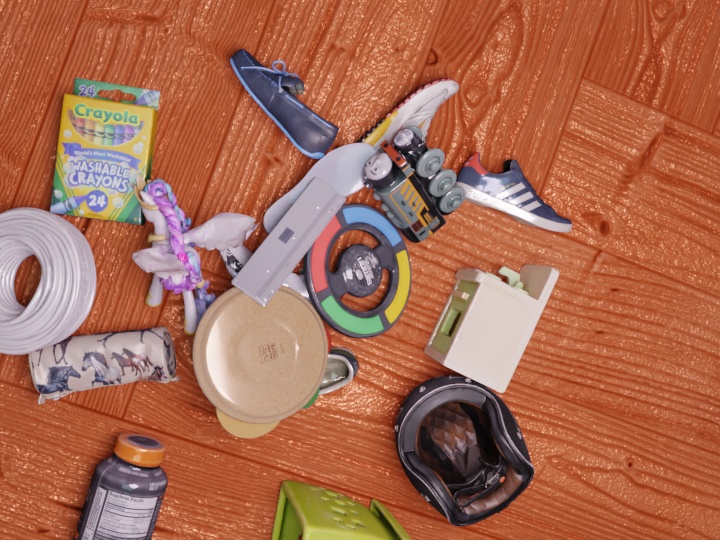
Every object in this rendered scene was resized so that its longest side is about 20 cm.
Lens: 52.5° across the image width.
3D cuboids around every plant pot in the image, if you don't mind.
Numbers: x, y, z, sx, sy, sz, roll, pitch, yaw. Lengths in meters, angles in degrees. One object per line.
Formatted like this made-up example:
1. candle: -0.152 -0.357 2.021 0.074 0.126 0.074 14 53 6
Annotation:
1. plant pot: -0.029 0.436 1.059 0.181 0.200 0.200 10 90 -15

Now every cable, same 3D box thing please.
1. cable: -0.459 0.015 0.997 0.199 0.069 0.201 -29 77 8

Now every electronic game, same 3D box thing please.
1. electronic game: 0.000 0.000 1.080 0.199 0.042 0.201 6 80 -39

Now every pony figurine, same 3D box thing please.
1. pony figurine: -0.245 -0.018 0.995 0.166 0.193 0.201 -29 132 -36

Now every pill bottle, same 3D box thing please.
1. pill bottle: -0.341 0.339 1.047 0.106 0.106 0.201 17 89 -9

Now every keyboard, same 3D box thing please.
1. keyboard: -0.096 -0.043 1.010 0.056 0.011 0.200 33 68 5

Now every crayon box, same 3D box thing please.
1. crayon box: -0.364 -0.172 1.048 0.125 0.052 0.201 7 91 -9

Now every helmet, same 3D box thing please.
1. helmet: 0.144 0.254 1.077 0.200 0.200 0.191 -29 52 -7

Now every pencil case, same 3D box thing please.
1. pencil case: -0.363 0.133 1.048 0.199 0.078 0.090 -6 93 -9

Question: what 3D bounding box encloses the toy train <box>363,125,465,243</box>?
1. toy train: 0.077 -0.122 1.061 0.114 0.200 0.085 -40 55 3

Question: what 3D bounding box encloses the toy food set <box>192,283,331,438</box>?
1. toy food set: -0.132 0.113 1.003 0.198 0.049 0.201 -32 99 -24

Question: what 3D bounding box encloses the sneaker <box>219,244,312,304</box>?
1. sneaker: -0.122 0.007 1.086 0.115 0.075 0.200 -35 101 -8

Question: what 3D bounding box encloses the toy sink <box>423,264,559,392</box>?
1. toy sink: 0.191 0.063 1.108 0.112 0.130 0.201 26 89 -9

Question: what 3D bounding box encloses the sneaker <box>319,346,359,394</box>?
1. sneaker: -0.098 0.154 1.084 0.199 0.090 0.067 -8 95 -8

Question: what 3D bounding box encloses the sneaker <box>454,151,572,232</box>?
1. sneaker: 0.248 -0.123 1.135 0.199 0.075 0.085 21 93 -9

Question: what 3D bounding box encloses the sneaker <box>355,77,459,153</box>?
1. sneaker: 0.074 -0.215 1.111 0.200 0.078 0.082 -43 102 4

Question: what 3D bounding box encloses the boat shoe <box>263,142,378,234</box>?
1. boat shoe: -0.056 -0.116 1.083 0.200 0.066 0.070 -40 92 6

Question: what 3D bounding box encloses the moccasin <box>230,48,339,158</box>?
1. moccasin: -0.105 -0.252 1.062 0.068 0.080 0.200 -43 86 17
